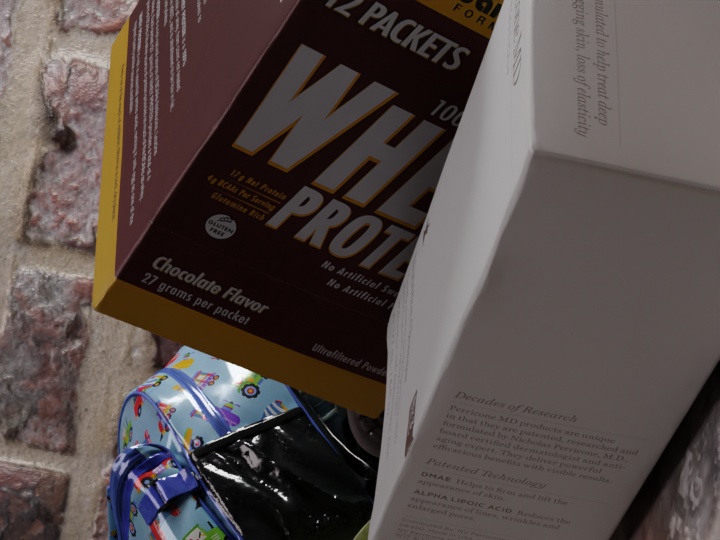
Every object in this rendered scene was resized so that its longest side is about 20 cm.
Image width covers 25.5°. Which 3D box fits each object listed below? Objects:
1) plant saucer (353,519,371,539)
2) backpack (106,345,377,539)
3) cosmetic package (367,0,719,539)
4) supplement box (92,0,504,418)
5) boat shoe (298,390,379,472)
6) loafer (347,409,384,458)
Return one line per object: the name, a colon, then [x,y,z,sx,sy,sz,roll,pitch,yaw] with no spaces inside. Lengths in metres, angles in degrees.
plant saucer: [-0.011,0.218,0.790,0.200,0.031,0.200,20,-90,-76]
backpack: [-0.081,0.137,0.929,0.200,0.134,0.183,51,150,31]
cosmetic package: [0.063,0.001,0.507,0.200,0.081,0.113,105,173,-46]
supplement box: [-0.004,-0.089,0.659,0.200,0.133,0.197,-52,27,30]
boat shoe: [0.001,0.093,0.937,0.200,0.073,0.062,122,161,-60]
loafer: [0.045,-0.003,0.761,0.071,0.073,0.200,114,175,-79]
